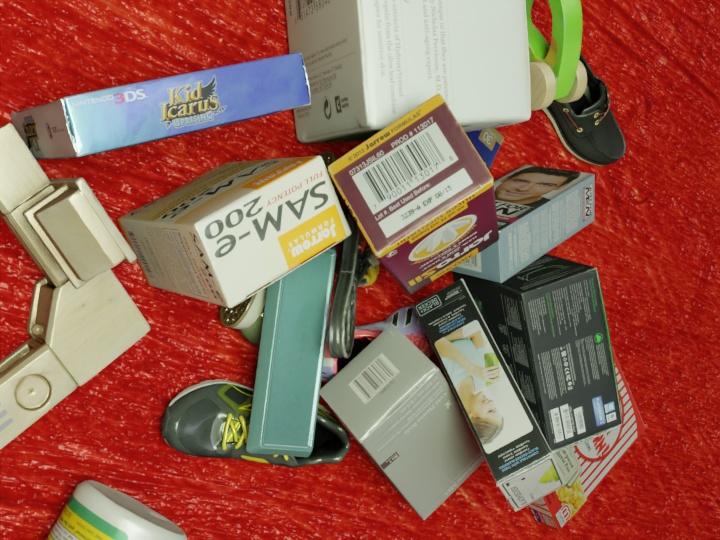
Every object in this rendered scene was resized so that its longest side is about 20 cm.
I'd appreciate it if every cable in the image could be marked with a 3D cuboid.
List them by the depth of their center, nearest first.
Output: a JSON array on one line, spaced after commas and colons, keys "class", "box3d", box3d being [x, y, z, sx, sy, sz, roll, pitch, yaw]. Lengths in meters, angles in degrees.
[{"class": "cable", "box3d": [0.000, 0.000, 0.845, 0.049, 0.201, 0.099, 2, 120, 2]}]

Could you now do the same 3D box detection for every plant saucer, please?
[{"class": "plant saucer", "box3d": [-0.061, 0.071, 0.808, 0.069, 0.019, 0.205, 11, 83, -31]}]

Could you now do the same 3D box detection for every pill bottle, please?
[{"class": "pill bottle", "box3d": [-0.243, 0.296, 0.738, 0.112, 0.112, 0.203, 36, 74, -30]}]

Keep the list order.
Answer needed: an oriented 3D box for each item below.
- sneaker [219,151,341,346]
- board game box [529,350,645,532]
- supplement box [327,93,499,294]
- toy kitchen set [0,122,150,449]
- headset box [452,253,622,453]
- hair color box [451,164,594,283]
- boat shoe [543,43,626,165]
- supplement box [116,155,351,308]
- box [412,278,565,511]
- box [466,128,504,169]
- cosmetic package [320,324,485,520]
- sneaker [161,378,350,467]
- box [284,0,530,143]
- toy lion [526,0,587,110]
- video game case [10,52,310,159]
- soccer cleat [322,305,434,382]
[{"class": "sneaker", "box3d": [-0.058, -0.012, 0.870, 0.090, 0.067, 0.203, 39, 74, -35]}, {"class": "board game box", "box3d": [0.274, 0.207, 1.114, 0.199, 0.046, 0.153, -40, 114, -25]}, {"class": "supplement box", "box3d": [0.054, -0.056, 0.754, 0.109, 0.200, 0.087, -31, 75, 4]}, {"class": "toy kitchen set", "box3d": [-0.278, 0.018, 0.663, 0.180, 0.162, 0.202, -40, 113, -24]}, {"class": "headset box", "box3d": [0.188, 0.077, 0.963, 0.091, 0.200, 0.178, -16, 102, -14]}, {"class": "hair color box", "box3d": [0.173, -0.058, 0.968, 0.198, 0.098, 0.062, -28, 121, -41]}, {"class": "boat shoe", "box3d": [0.278, -0.203, 1.078, 0.201, 0.063, 0.074, 43, 69, -30]}, {"class": "supplement box", "box3d": [-0.116, -0.039, 0.744, 0.125, 0.198, 0.075, -32, 111, -27]}, {"class": "box", "box3d": [0.128, 0.124, 0.859, 0.059, 0.203, 0.117, -27, 147, 5]}, {"class": "box", "box3d": [0.079, -0.099, 0.970, 0.120, 0.032, 0.203, 34, 76, -31]}, {"class": "cosmetic package", "box3d": [0.049, 0.161, 0.890, 0.107, 0.090, 0.201, -42, 136, -7]}, {"class": "sneaker", "box3d": [-0.095, 0.151, 0.842, 0.197, 0.084, 0.076, 8, 89, -34]}, {"class": "box", "box3d": [0.037, -0.229, 0.816, 0.168, 0.198, 0.205, -8, 97, -22]}, {"class": "toy lion", "box3d": [0.158, -0.289, 0.916, 0.068, 0.199, 0.196, -16, 121, -29]}, {"class": "video game case", "box3d": [-0.168, -0.133, 0.713, 0.197, 0.180, 0.047, -19, 104, -30]}, {"class": "soccer cleat", "box3d": [0.028, 0.081, 0.922, 0.196, 0.076, 0.068, -8, 98, -32]}]
